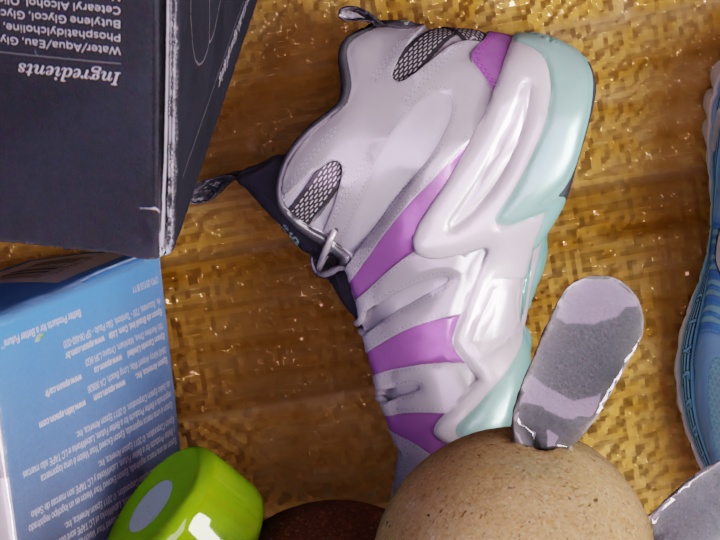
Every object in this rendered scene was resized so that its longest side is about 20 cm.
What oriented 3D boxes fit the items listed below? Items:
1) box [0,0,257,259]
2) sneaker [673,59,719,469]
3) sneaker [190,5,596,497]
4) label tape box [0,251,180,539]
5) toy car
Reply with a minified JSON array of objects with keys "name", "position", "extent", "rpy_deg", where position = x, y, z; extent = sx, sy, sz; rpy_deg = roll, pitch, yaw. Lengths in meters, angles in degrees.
[{"name":"box","position":[-0.097,-0.144,0.720],"extent":[0.123,0.200,0.198],"rpy_deg":[5,124,5]},{"name":"sneaker","position":[0.158,0.011,0.832],"extent":[0.078,0.090,0.201],"rpy_deg":[-4,99,1]},{"name":"sneaker","position":[0.000,0.000,0.845],"extent":[0.139,0.078,0.201],"rpy_deg":[13,94,3]},{"name":"label tape box","position":[-0.115,0.103,0.813],"extent":[0.066,0.143,0.201],"rpy_deg":[-1,99,19]},{"name":"toy car","position":[0.041,0.096,0.758],"extent":[0.200,0.158,0.164],"rpy_deg":[-44,111,11]}]
